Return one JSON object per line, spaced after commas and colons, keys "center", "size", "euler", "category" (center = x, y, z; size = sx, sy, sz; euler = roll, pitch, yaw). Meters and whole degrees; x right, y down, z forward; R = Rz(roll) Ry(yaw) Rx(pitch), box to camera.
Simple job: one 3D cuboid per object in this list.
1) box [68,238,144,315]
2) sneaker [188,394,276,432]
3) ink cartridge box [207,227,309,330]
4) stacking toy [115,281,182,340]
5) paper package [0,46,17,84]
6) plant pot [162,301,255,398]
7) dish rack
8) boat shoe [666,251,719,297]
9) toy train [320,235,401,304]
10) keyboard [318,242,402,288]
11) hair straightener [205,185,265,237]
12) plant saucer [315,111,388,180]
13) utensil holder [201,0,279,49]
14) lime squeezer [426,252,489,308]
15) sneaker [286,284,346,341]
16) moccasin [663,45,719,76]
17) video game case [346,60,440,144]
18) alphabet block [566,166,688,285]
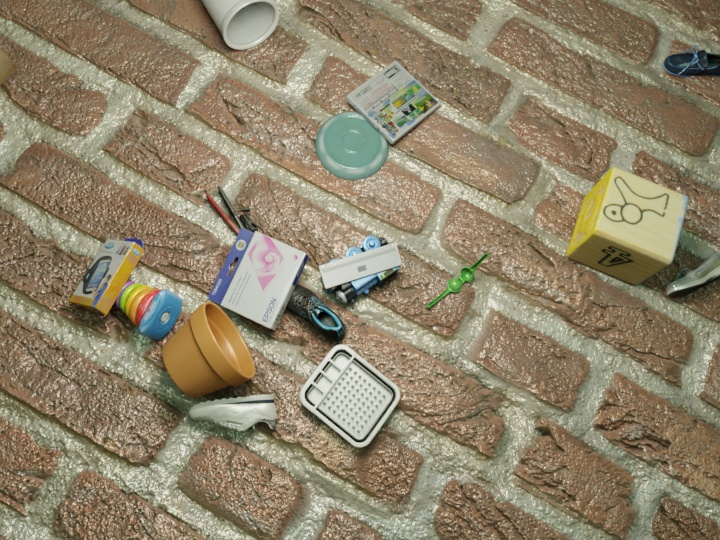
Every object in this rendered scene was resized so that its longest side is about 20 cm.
{"center": [-0.591, 0.002, 1.584], "size": [0.118, 0.041, 0.202], "euler": [6, 64, 37], "category": "box"}
{"center": [-0.289, 0.329, 1.525], "size": [0.197, 0.076, 0.082], "euler": [-4, 82, -4], "category": "sneaker"}
{"center": [-0.250, 0.014, 1.607], "size": [0.198, 0.043, 0.199], "euler": [22, 82, 14], "category": "ink cartridge box"}
{"center": [-0.532, 0.067, 1.584], "size": [0.198, 0.110, 0.117], "euler": [27, 81, 20], "category": "stacking toy"}
{"center": [-1.033, -0.522, 1.723], "size": [0.189, 0.104, 0.201], "euler": [34, 73, 8], "category": "paper package"}
{"center": [-0.348, 0.191, 1.509], "size": [0.139, 0.200, 0.202], "euler": [-32, 76, 3], "category": "plant pot"}
{"center": [-0.025, 0.293, 1.569], "size": [0.199, 0.044, 0.172], "euler": [37, 72, 8], "category": "dish rack"}
{"center": [0.855, 0.011, 1.719], "size": [0.200, 0.075, 0.065], "euler": [-23, 69, -15], "category": "boat shoe"}
{"center": [0.000, 0.000, 1.647], "size": [0.199, 0.087, 0.115], "euler": [-34, 83, -14], "category": "toy train"}
{"center": [0.001, -0.012, 1.605], "size": [0.197, 0.011, 0.057], "euler": [-17, 94, -12], "category": "keyboard"}
{"center": [-0.301, -0.135, 1.687], "size": [0.077, 0.041, 0.201], "euler": [-37, 79, -14], "category": "hair straightener"}
{"center": [-0.021, -0.337, 1.784], "size": [0.197, 0.027, 0.203], "euler": [2, 72, -5], "category": "plant saucer"}
{"center": [-0.338, -0.733, 1.813], "size": [0.168, 0.170, 0.201], "euler": [-28, 75, -13], "category": "utensil holder"}
{"center": [0.247, 0.028, 1.669], "size": [0.200, 0.071, 0.038], "euler": [-42, 96, 14], "category": "lime squeezer"}
{"center": [-0.115, 0.088, 1.608], "size": [0.199, 0.082, 0.074], "euler": [34, 75, 8], "category": "sneaker"}
{"center": [0.972, -0.605, 1.927], "size": [0.197, 0.068, 0.082], "euler": [-3, 72, -5], "category": "moccasin"}
{"center": [0.091, -0.457, 1.820], "size": [0.182, 0.022, 0.200], "euler": [45, 65, 10], "category": "video game case"}
{"center": [0.659, -0.106, 1.674], "size": [0.198, 0.197, 0.197], "euler": [23, 70, 3], "category": "alphabet block"}
